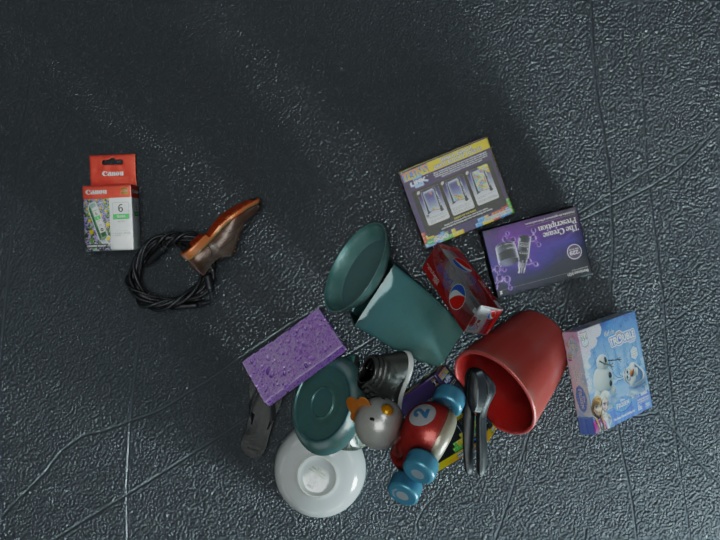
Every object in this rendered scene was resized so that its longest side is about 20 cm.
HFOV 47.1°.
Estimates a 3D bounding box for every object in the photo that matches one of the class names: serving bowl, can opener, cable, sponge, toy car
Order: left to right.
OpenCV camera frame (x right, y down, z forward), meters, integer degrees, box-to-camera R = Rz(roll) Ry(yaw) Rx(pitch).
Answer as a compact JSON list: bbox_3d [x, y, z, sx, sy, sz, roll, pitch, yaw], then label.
[{"bbox_3d":[-0.402,0.001,1.735,0.195,0.051,0.167,-4,92,4],"label":"cable"},{"bbox_3d":[-0.136,0.177,1.701,0.198,0.030,0.112,-35,56,-2],"label":"sponge"},{"bbox_3d":[-0.088,0.422,1.725,0.195,0.066,0.205,0,92,4],"label":"serving bowl"},{"bbox_3d":[0.061,0.282,1.505,0.197,0.178,0.186,28,49,4],"label":"toy car"},{"bbox_3d":[0.212,0.282,1.546,0.063,0.078,0.205,7,96,44],"label":"can opener"}]

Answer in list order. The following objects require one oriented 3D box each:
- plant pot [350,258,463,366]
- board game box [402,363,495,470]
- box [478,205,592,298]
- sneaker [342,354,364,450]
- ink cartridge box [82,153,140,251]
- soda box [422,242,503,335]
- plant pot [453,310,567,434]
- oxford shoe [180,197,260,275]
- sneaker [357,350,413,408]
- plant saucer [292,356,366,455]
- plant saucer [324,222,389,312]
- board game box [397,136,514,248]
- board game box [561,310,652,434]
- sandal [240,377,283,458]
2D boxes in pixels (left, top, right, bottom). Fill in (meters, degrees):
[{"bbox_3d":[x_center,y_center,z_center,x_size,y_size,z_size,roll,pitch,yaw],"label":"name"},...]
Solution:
[{"bbox_3d":[0.101,0.095,1.669,0.198,0.141,0.143,34,94,-7],"label":"plant pot"},{"bbox_3d":[0.146,0.307,1.658,0.166,0.057,0.200,49,126,1],"label":"board game box"},{"bbox_3d":[0.354,-0.038,1.681,0.196,0.079,0.144,-15,94,3],"label":"box"},{"bbox_3d":[-0.018,0.279,1.713,0.090,0.077,0.204,17,74,-27],"label":"sneaker"},{"bbox_3d":[-0.525,-0.143,1.736,0.106,0.050,0.205,-2,93,3],"label":"ink cartridge box"},{"bbox_3d":[0.198,0.035,1.629,0.062,0.201,0.071,10,123,-32],"label":"soda box"},{"bbox_3d":[0.308,0.187,1.622,0.177,0.200,0.201,-40,89,-31],"label":"plant pot"},{"bbox_3d":[-0.277,-0.073,1.717,0.199,0.071,0.073,-41,109,-9],"label":"oxford shoe"},{"bbox_3d":[0.031,0.246,1.601,0.097,0.071,0.204,7,107,-24],"label":"sneaker"},{"bbox_3d":[-0.072,0.271,1.674,0.198,0.027,0.204,-18,61,36],"label":"plant saucer"},{"bbox_3d":[0.000,0.000,1.656,0.036,0.200,0.202,31,94,-26],"label":"plant saucer"},{"bbox_3d":[0.195,-0.157,1.695,0.196,0.057,0.168,-21,89,4],"label":"board game box"},{"bbox_3d":[0.492,0.199,1.639,0.197,0.043,0.203,-13,91,-38],"label":"board game box"},{"bbox_3d":[-0.206,0.296,1.737,0.074,0.043,0.205,9,92,3],"label":"sandal"}]
